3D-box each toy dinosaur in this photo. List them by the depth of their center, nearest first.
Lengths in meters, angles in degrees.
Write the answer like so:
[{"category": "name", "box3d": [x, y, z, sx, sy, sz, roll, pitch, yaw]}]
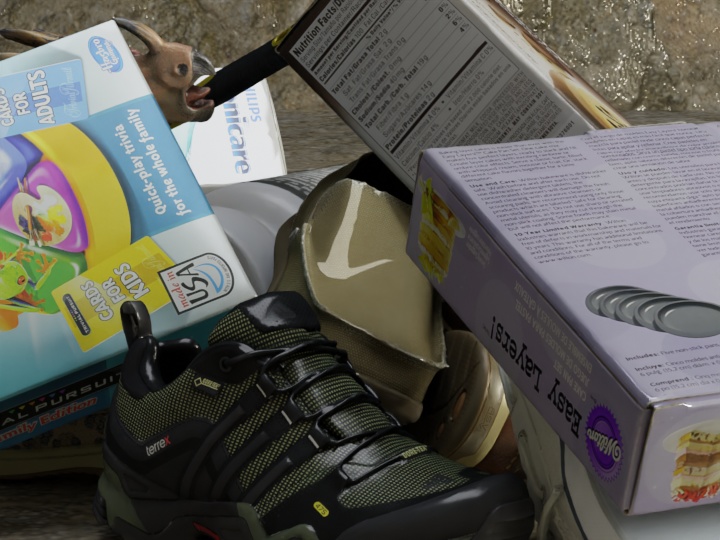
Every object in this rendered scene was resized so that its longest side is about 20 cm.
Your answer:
[{"category": "toy dinosaur", "box3d": [-0.167, -0.041, 1.228, 0.200, 0.136, 0.086, -24, 43, -19]}]

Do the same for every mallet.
[{"category": "mallet", "box3d": [-0.084, -0.084, 1.305, 0.200, 0.041, 0.066, -30, 29, 38]}]

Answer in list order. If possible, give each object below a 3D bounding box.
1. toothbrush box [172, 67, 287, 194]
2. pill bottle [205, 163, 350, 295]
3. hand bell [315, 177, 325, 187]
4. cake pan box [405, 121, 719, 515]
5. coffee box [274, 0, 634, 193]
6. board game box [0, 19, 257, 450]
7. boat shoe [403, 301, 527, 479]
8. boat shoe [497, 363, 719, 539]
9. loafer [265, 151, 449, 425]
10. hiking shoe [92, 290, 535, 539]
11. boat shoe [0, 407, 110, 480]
[{"category": "toothbrush box", "box3d": [-0.148, -0.029, 1.450, 0.199, 0.085, 0.147, -4, -36, -14]}, {"category": "pill bottle", "box3d": [-0.030, 0.009, 1.338, 0.114, 0.114, 0.200, 4, 9, 32]}, {"category": "hand bell", "box3d": [0.066, -0.013, 1.316, 0.200, 0.104, 0.104, 16, -1, -30]}, {"category": "cake pan box", "box3d": [0.141, 0.007, 0.979, 0.199, 0.052, 0.184, -7, 34, -25]}, {"category": "coffee box", "box3d": [0.070, -0.052, 1.196, 0.200, 0.080, 0.113, 47, 13, 28]}, {"category": "board game box", "box3d": [-0.163, -0.002, 1.119, 0.199, 0.151, 0.047, -22, -27, -14]}, {"category": "boat shoe", "box3d": [0.046, 0.055, 1.202, 0.067, 0.072, 0.200, 24, 4, -17]}, {"category": "boat shoe", "box3d": [0.088, 0.077, 0.998, 0.074, 0.086, 0.202, 1, 36, -20]}, {"category": "loafer", "box3d": [0.000, 0.000, 1.165, 0.076, 0.068, 0.200, 23, 18, -16]}, {"category": "hiking shoe", "box3d": [-0.024, 0.060, 1.009, 0.200, 0.101, 0.076, 5, 10, 37]}, {"category": "boat shoe", "box3d": [-0.121, 0.056, 1.187, 0.199, 0.063, 0.073, 2, 9, 22]}]
